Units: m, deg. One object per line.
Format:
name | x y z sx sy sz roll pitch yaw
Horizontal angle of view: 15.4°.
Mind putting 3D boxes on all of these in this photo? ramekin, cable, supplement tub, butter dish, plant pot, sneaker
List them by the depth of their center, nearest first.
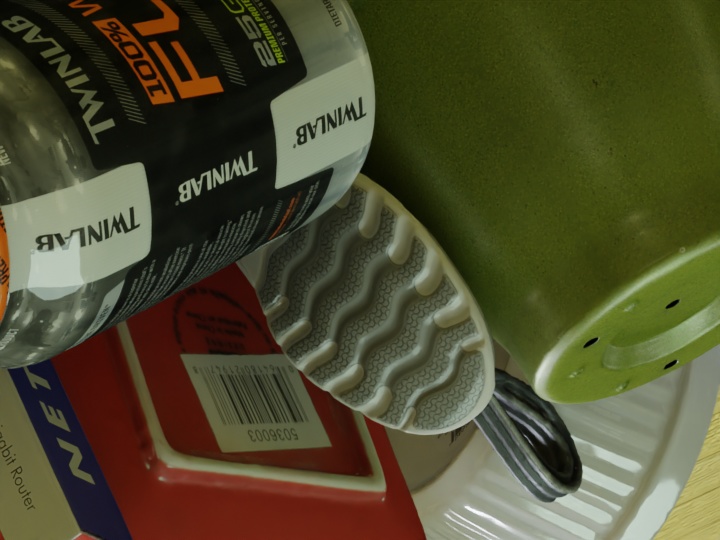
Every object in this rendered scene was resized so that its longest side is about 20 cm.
supplement tub | -0.097 -0.043 0.916 0.200 0.123 0.123 -30 166 -46
sneaker | -0.015 -0.019 1.047 0.075 0.200 0.082 -48 164 16
plant pot | 0.084 -0.059 1.070 0.200 0.193 0.201 -26 159 -11
butter dish | -0.097 0.066 1.088 0.148 0.200 0.199 -39 148 30
cable | 0.047 0.029 1.185 0.050 0.200 0.097 -32 -163 21
ramekin | 0.084 0.058 1.343 0.105 0.201 0.200 23 133 -22

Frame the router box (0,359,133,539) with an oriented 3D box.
router box | -0.199 0.066 0.975 0.179 0.201 0.049 -33 154 10
